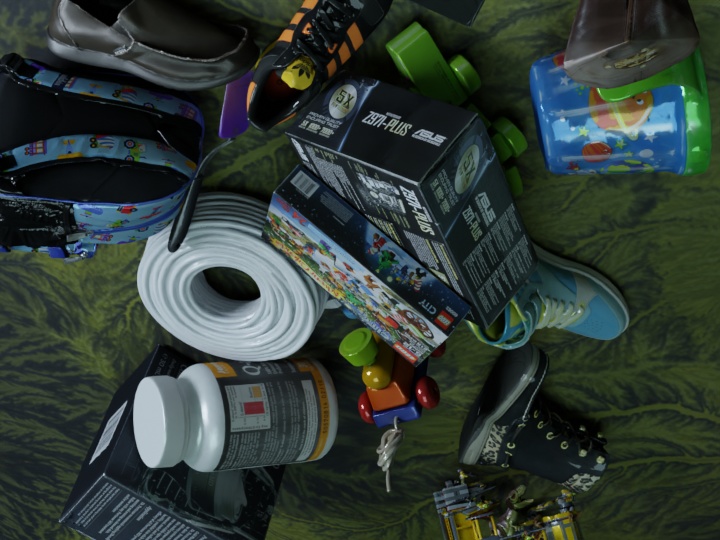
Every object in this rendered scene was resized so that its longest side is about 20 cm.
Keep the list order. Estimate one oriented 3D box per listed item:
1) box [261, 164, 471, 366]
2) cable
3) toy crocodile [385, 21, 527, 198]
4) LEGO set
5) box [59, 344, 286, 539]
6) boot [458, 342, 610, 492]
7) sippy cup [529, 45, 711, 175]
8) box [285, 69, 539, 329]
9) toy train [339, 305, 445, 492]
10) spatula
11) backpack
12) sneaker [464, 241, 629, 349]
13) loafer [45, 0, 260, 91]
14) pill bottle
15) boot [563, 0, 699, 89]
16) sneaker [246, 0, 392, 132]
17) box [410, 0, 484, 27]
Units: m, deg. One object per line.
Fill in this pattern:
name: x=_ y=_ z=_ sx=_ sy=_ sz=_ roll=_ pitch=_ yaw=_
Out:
box: x=0.000 y=0.000 z=1.149 sx=0.200 sy=0.038 sz=0.137 roll=40 pitch=162 yaw=3
cable: x=-0.132 y=0.012 z=1.294 sx=0.200 sy=0.069 sz=0.200 roll=-28 pitch=120 yaw=31
toy crocodile: x=0.088 y=-0.136 z=1.127 sx=0.067 sy=0.062 sz=0.200 roll=-43 pitch=115 yaw=-6
LEGO set: x=0.163 y=0.274 z=1.423 sx=0.153 sy=0.116 sz=0.200 roll=-13 pitch=168 yaw=-4
box: x=-0.201 y=0.228 z=1.409 sx=0.196 sy=0.200 sz=0.124 roll=33 pitch=130 yaw=-16
boot: x=0.205 y=0.163 z=1.348 sx=0.153 sy=0.074 sz=0.204 roll=18 pitch=138 yaw=-6
sippy cup: x=0.209 y=-0.136 z=1.027 sx=0.130 sy=0.140 sz=0.178 roll=-9 pitch=138 yaw=7
box: x=0.049 y=-0.063 z=1.106 sx=0.164 sy=0.086 sz=0.200 roll=25 pitch=156 yaw=40
toy train: x=0.019 y=0.107 z=1.251 sx=0.084 sy=0.200 sz=0.116 roll=-18 pitch=128 yaw=26
spatula: x=-0.143 y=-0.100 z=1.180 sx=0.021 sy=0.056 sz=0.200 roll=36 pitch=116 yaw=13
backpack: x=-0.248 y=-0.099 z=1.162 sx=0.199 sy=0.183 sz=0.135 roll=4 pitch=140 yaw=-6
sneaker: x=0.174 y=0.043 z=1.211 sx=0.200 sy=0.131 sz=0.080 roll=27 pitch=130 yaw=-11
loafer: x=-0.188 y=-0.214 z=1.108 sx=0.199 sy=0.073 sz=0.072 roll=9 pitch=134 yaw=5
pill bottle: x=-0.133 y=0.155 z=1.334 sx=0.199 sy=0.117 sz=0.117 roll=-1 pitch=139 yaw=-30
boot: x=0.245 y=-0.212 z=0.925 sx=0.186 sy=0.200 sz=0.064 roll=-14 pitch=122 yaw=22
sneaker: x=-0.034 y=-0.196 z=1.077 sx=0.070 sy=0.090 sz=0.200 roll=32 pitch=130 yaw=-15
box: x=0.031 y=-0.309 z=0.943 sx=0.199 sy=0.125 sz=0.149 roll=23 pitch=133 yaw=-8
